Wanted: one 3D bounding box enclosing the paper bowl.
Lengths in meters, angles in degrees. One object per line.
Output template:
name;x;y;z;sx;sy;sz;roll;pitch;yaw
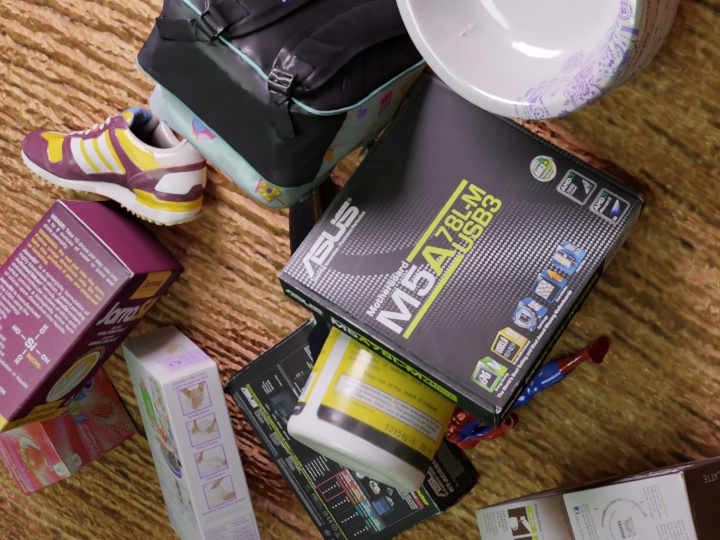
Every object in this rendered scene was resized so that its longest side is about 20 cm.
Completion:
paper bowl;0.127;-0.212;1.161;0.200;0.104;0.202;19;124;31

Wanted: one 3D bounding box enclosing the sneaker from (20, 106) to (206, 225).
sneaker;-0.220;-0.112;1.531;0.199;0.075;0.091;20;115;24

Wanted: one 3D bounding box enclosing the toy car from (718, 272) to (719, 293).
toy car;0.343;-0.052;1.074;0.164;0.158;0.201;16;92;29

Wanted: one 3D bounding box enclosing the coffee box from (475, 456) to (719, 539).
coffee box;0.203;0.196;1.291;0.200;0.114;0.080;-19;82;44

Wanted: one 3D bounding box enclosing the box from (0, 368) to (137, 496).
box;-0.329;0.110;1.707;0.095;0.103;0.201;-26;95;44

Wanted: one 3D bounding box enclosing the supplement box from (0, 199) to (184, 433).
supplement box;-0.276;0.039;1.551;0.103;0.131;0.200;44;103;10

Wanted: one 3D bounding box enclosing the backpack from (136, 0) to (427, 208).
backpack;-0.050;-0.156;1.274;0.176;0.200;0.154;38;137;12

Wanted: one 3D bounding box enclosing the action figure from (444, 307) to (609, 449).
action figure;0.107;0.096;1.359;0.066;0.052;0.200;51;128;0

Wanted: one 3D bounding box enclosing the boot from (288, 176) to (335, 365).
boot;0.000;0.000;1.411;0.075;0.096;0.201;137;127;-62

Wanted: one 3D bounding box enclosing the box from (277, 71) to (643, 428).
box;0.074;-0.018;1.240;0.193;0.200;0.048;33;165;14

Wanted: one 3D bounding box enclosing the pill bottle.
pill bottle;0.034;0.057;1.304;0.114;0.201;0.114;25;170;5

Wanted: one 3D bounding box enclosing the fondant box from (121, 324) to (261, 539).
fondant box;-0.156;0.166;1.579;0.144;0.058;0.201;30;136;65

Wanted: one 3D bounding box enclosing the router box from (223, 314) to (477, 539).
router box;-0.011;0.140;1.484;0.150;0.062;0.200;-35;88;45
